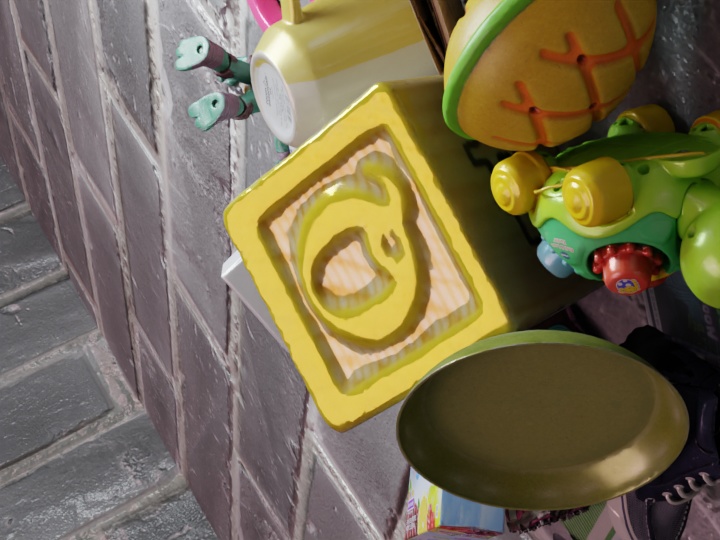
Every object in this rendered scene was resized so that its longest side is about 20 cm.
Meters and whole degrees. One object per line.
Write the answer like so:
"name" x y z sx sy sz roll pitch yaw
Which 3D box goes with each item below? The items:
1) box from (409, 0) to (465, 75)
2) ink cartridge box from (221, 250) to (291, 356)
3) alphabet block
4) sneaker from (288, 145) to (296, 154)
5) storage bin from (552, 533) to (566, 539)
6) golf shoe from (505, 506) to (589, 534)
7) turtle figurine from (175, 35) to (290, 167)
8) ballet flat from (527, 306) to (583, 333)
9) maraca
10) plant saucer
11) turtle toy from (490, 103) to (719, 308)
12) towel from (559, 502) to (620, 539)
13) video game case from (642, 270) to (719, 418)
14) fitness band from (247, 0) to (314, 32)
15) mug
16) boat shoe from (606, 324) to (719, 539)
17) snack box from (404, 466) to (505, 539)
"box" 0.047 -0.228 0.861 0.200 0.021 0.166 -53 -58 -75
"ink cartridge box" -0.050 0.046 1.186 0.200 0.084 0.146 49 178 -7
"alphabet block" 0.050 -0.022 0.893 0.195 0.199 0.198 -35 81 36
"sneaker" -0.048 -0.106 1.117 0.088 0.074 0.203 -13 90 58
"storage bin" 0.211 0.374 1.089 0.200 0.134 0.147 34 158 53
"golf shoe" 0.168 0.179 1.042 0.201 0.072 0.093 108 146 -64
"turtle figurine" -0.107 -0.185 1.244 0.101 0.199 0.151 -44 64 22
"ballet flat" 0.159 0.052 1.004 0.201 0.069 0.071 57 176 19
"maraca" 0.127 -0.151 0.696 0.200 0.136 0.108 -47 64 30
"plant saucer" 0.123 0.101 0.796 0.202 0.196 0.031 92 -177 -49
"turtle toy" 0.183 -0.036 0.725 0.199 0.144 0.103 19 127 60
"towel" 0.191 0.172 1.103 0.201 0.023 0.154 54 156 28
"video game case" 0.263 0.047 0.800 0.181 0.023 0.203 23 133 59
"fitness band" -0.072 -0.284 1.202 0.200 0.037 0.145 49 154 37
"mug" -0.020 -0.194 1.022 0.189 0.152 0.149 65 159 0
"boat shoe" 0.234 0.144 0.847 0.092 0.074 0.202 26 138 48
"snack box" 0.093 0.174 1.127 0.200 0.067 0.171 117 160 -73
